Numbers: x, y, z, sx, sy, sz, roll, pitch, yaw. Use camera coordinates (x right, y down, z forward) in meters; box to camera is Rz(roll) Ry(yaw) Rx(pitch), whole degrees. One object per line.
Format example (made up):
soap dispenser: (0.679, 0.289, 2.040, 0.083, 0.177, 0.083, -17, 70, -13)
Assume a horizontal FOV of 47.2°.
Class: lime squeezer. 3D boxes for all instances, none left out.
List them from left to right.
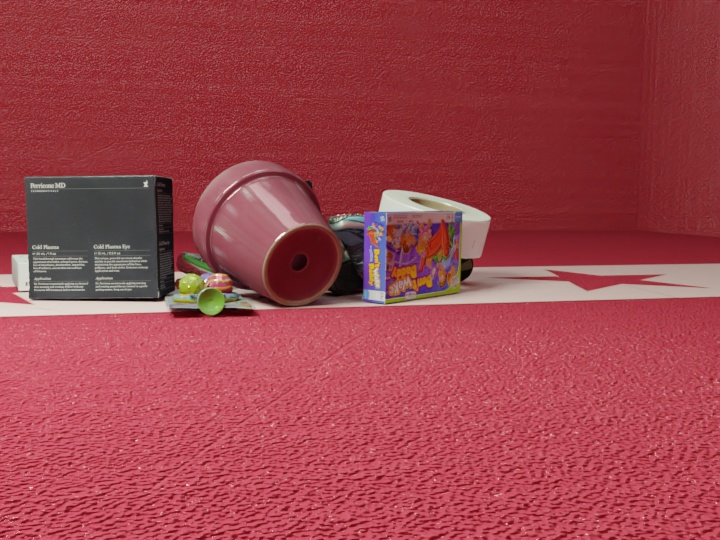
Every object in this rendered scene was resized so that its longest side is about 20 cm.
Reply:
lime squeezer: (-0.203, -0.006, 1.396, 0.200, 0.071, 0.038, -9, -7, -45)

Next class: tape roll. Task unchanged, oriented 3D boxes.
tape roll: (0.130, -0.085, 1.480, 0.202, 0.071, 0.202, 13, 14, -3)

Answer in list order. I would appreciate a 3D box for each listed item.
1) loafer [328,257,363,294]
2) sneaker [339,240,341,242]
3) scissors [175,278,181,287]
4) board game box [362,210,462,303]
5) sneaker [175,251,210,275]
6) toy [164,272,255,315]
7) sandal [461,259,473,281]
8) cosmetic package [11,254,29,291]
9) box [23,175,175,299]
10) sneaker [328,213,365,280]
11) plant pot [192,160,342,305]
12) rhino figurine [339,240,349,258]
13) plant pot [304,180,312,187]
loafer: (0.000, 0.000, 1.385, 0.063, 0.072, 0.200, -3, 4, 42)
sneaker: (-0.056, -0.039, 1.691, 0.076, 0.084, 0.200, 1, 6, -2)
scissors: (-0.228, 0.020, 1.443, 0.199, 0.014, 0.073, -1, 3, -23)
board game box: (0.085, -0.025, 1.293, 0.045, 0.135, 0.200, 6, 8, 40)
sneaker: (-0.237, -0.025, 1.449, 0.080, 0.075, 0.200, 4, 6, 42)
toy: (-0.216, 0.027, 1.163, 0.115, 0.047, 0.200, 1, 6, -14)
sandal: (0.105, -0.018, 1.492, 0.200, 0.080, 0.057, 8, 25, -19)
cosmetic package: (-0.489, 0.000, 1.419, 0.199, 0.052, 0.151, -2, 9, -27)
box: (-0.393, -0.052, 1.257, 0.199, 0.183, 0.104, 0, 5, 1)
sneaker: (0.024, -0.024, 1.305, 0.079, 0.096, 0.200, -5, -25, 46)
plant pot: (-0.125, -0.042, 1.222, 0.199, 0.201, 0.179, -3, 26, -33)
rhino figurine: (-0.082, -0.053, 1.548, 0.200, 0.060, 0.087, 38, -5, 2)
plant pot: (-0.285, -0.191, 2.792, 0.199, 0.200, 0.177, 4, 17, 33)
